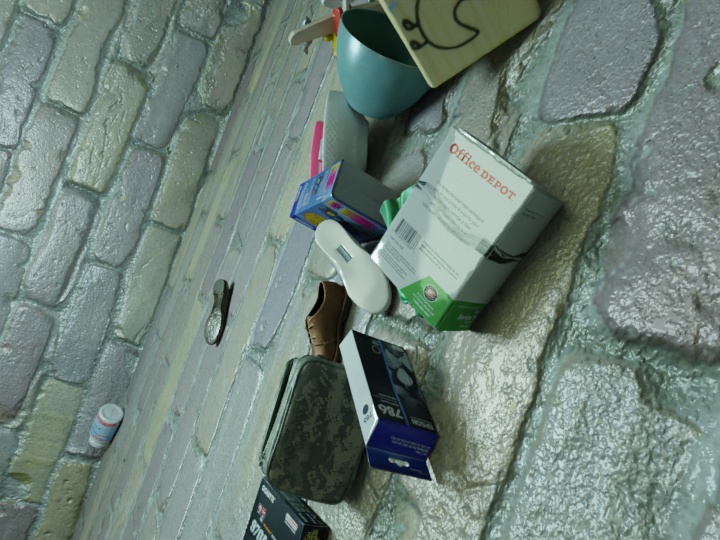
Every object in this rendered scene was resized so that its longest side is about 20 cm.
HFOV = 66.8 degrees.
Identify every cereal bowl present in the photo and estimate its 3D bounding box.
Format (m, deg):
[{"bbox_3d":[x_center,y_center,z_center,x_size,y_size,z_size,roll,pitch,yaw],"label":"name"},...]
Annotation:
[{"bbox_3d":[-0.026,-0.250,1.084,0.200,0.082,0.204,3,-90,-88],"label":"cereal bowl"}]

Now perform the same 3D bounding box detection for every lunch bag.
[{"bbox_3d":[-0.073,0.233,0.834,0.168,0.137,0.203,160,128,-75],"label":"lunch bag"}]

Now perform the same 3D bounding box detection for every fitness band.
[{"bbox_3d":[-0.082,-0.236,1.192,0.144,0.037,0.203,91,-176,-59],"label":"fitness band"}]

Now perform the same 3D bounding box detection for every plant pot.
[{"bbox_3d":[0.038,-0.358,0.987,0.202,0.197,0.136,-98,25,-43],"label":"plant pot"}]

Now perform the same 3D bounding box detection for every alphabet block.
[{"bbox_3d":[0.122,-0.439,0.808,0.194,0.200,0.198,-28,43,21],"label":"alphabet block"}]

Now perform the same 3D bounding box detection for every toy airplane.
[{"bbox_3d":[-0.047,-0.569,1.258,0.200,0.198,0.142,-55,43,22],"label":"toy airplane"}]

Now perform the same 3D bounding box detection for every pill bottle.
[{"bbox_3d":[-1.167,0.713,2.496,0.201,0.108,0.109,-57,30,23],"label":"pill bottle"}]

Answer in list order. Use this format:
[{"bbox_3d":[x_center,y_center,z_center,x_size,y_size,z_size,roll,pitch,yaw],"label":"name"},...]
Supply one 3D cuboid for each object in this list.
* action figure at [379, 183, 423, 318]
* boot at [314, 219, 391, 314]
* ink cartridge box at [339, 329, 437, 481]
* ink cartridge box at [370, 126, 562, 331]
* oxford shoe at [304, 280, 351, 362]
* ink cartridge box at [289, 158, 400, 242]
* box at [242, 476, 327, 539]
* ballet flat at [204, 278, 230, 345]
[{"bbox_3d":[0.081,-0.025,0.810,0.118,0.054,0.203,-33,51,46],"label":"action figure"},{"bbox_3d":[0.000,0.000,0.934,0.072,0.090,0.201,-37,61,6],"label":"boot"},{"bbox_3d":[0.037,0.167,0.708,0.039,0.098,0.201,-52,32,25],"label":"ink cartridge box"},{"bbox_3d":[0.124,-0.049,0.672,0.147,0.082,0.201,49,117,35],"label":"ink cartridge box"},{"bbox_3d":[-0.073,0.116,0.974,0.071,0.071,0.203,-14,61,55],"label":"oxford shoe"},{"bbox_3d":[-0.037,-0.111,0.992,0.199,0.135,0.077,-10,57,59],"label":"ink cartridge box"},{"bbox_3d":[-0.133,0.448,0.878,0.199,0.046,0.161,4,75,62],"label":"box"},{"bbox_3d":[-0.422,0.125,1.633,0.066,0.046,0.203,-7,67,25],"label":"ballet flat"}]
